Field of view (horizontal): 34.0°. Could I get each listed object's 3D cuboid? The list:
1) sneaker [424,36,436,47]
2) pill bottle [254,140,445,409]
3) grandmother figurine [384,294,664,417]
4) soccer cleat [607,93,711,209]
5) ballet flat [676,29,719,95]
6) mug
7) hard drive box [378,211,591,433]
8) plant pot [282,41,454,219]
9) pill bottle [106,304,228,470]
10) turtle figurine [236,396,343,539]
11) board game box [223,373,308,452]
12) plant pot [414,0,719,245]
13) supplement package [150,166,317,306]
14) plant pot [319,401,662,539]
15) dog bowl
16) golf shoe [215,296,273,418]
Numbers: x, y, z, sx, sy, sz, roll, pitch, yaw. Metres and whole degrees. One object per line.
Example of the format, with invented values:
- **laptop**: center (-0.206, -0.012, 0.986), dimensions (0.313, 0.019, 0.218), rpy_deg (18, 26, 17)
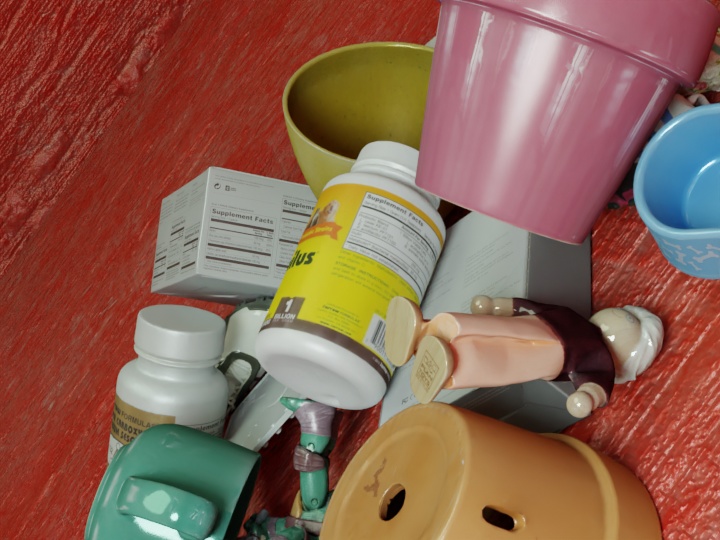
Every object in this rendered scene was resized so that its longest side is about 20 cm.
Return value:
- **sneaker**: center (0.075, -0.183, 1.273), dimensions (0.200, 0.074, 0.116), rpy_deg (-40, 25, 8)
- **pill bottle**: center (0.000, 0.000, 0.936), dimensions (0.109, 0.109, 0.201), rpy_deg (-16, 45, 54)
- **grandmother figurine**: center (0.119, 0.049, 0.762), dimensions (0.122, 0.199, 0.061), rpy_deg (60, 138, 36)
- **soccer cleat**: center (0.221, -0.095, 0.900), dimensions (0.087, 0.070, 0.199), rpy_deg (-52, 28, -14)
- **ballet flat**: center (0.202, -0.177, 0.948), dimensions (0.199, 0.064, 0.076), rpy_deg (1, 76, 36)
- **mug**: center (-0.158, 0.195, 0.978), dimensions (0.152, 0.113, 0.186), rpy_deg (-67, -5, -50)
- **hard drive box**: center (0.099, 0.045, 0.920), dimensions (0.156, 0.077, 0.201), rpy_deg (-35, 31, 38)
- **plant pot**: center (0.027, -0.107, 1.137), dimensions (0.201, 0.198, 0.143), rpy_deg (-83, -5, -47)
- **pill bottle**: center (-0.193, 0.143, 1.193), dimensions (0.114, 0.113, 0.202), rpy_deg (-137, 55, -66)
- **turtle figurine**: center (-0.054, 0.209, 0.968), dimensions (0.150, 0.100, 0.202), rpy_deg (143, 138, -74)
- **board game box**: center (-0.067, 0.118, 1.140), dimensions (0.200, 0.026, 0.200), rpy_deg (-49, 10, 15)
- **plant pot**: center (0.126, -0.123, 0.820), dimensions (0.200, 0.198, 0.180), rpy_deg (36, 108, 66)
- **supplement package**: center (-0.122, -0.027, 1.262), dimensions (0.200, 0.154, 0.112), rpy_deg (166, 112, -66)
- **plant pot**: center (0.067, 0.176, 0.738), dimensions (0.200, 0.140, 0.201), rpy_deg (-41, 29, 28)
- **dog bowl**: center (0.258, -0.056, 0.729), dimensions (0.199, 0.049, 0.112), rpy_deg (-1, 69, 46)
- **golf shoe**: center (-0.133, 0.111, 1.271), dimensions (0.200, 0.077, 0.088), rpy_deg (-49, 23, 35)
